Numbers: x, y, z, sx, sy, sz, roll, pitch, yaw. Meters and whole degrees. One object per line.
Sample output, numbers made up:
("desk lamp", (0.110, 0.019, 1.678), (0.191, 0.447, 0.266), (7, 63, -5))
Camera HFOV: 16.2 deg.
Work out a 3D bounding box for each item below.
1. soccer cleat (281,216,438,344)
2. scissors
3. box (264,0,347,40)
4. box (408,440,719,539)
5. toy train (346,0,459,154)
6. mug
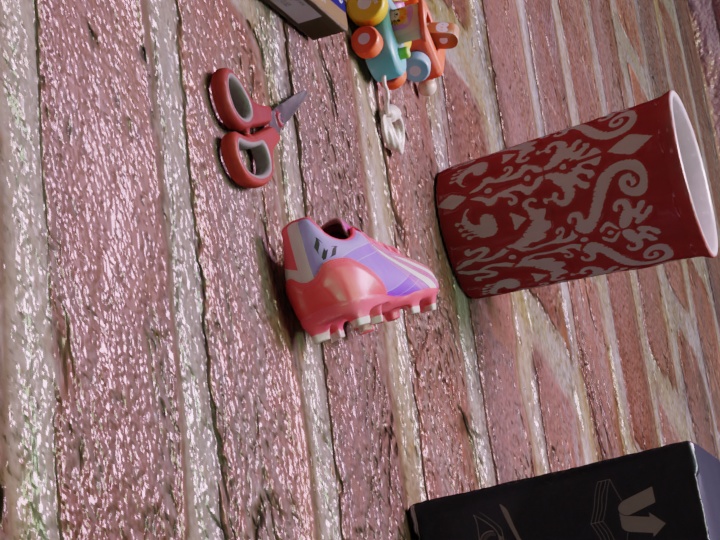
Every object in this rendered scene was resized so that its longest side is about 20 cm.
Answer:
("soccer cleat", (0.000, 0.000, 1.602), (0.200, 0.066, 0.077), (-12, 83, -73))
("scissors", (-0.056, -0.085, 1.574), (0.200, 0.014, 0.074), (0, 73, -76))
("box", (-0.056, -0.267, 1.706), (0.121, 0.032, 0.201), (29, 48, -70))
("box", (0.157, 0.235, 1.685), (0.117, 0.199, 0.198), (30, 48, -70))
("toy train", (0.042, -0.179, 1.935), (0.200, 0.055, 0.151), (-77, 148, -61))
("mug", (0.177, -0.035, 2.017), (0.134, 0.199, 0.178), (-85, 156, -53))
